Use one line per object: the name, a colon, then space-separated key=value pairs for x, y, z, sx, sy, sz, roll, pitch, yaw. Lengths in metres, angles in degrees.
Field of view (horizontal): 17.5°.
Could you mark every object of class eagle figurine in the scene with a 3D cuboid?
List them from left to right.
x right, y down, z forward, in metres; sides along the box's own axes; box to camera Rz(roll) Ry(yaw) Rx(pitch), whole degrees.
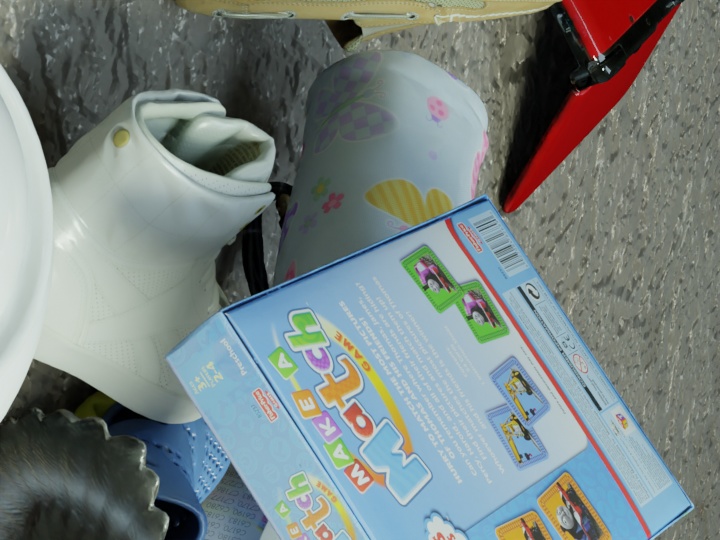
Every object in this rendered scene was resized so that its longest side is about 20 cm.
eagle figurine: x=-0.097 y=0.151 z=0.840 sx=0.201 sy=0.150 sz=0.152 roll=-58 pitch=165 yaw=5

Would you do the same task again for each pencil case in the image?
pencil case: x=0.000 y=0.000 z=1.019 sx=0.083 sy=0.091 sz=0.201 roll=31 pitch=49 yaw=-25

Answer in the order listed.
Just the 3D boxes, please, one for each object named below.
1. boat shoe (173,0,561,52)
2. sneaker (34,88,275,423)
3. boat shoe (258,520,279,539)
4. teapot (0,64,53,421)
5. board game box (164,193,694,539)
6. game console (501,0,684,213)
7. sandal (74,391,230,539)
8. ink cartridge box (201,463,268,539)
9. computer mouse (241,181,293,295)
boat shoe: x=0.006 y=-0.133 z=1.038 sx=0.199 sy=0.072 sz=0.076 roll=5 pitch=129 yaw=-30
sneaker: x=-0.068 y=-0.006 z=0.931 sx=0.115 sy=0.074 sz=0.200 roll=-37 pitch=157 yaw=11
boat shoe: x=-0.018 y=0.191 z=1.019 sx=0.072 sy=0.070 sz=0.202 roll=26 pitch=73 yaw=-63
teapot: x=-0.154 y=-0.009 z=0.641 sx=0.200 sy=0.146 sz=0.198 roll=51 pitch=52 yaw=-25
board game box: x=0.033 y=0.061 z=0.859 sx=0.152 sy=0.037 sz=0.200 roll=57 pitch=31 yaw=6
game console: x=0.127 y=-0.162 z=1.411 sx=0.173 sy=0.118 sz=0.200 roll=60 pitch=37 yaw=-11
sandal: x=-0.098 y=0.100 z=0.957 sx=0.200 sy=0.086 sz=0.080 roll=-32 pitch=128 yaw=-60
ink cartridge box: x=-0.064 y=0.155 z=1.076 sx=0.200 sy=0.067 sz=0.116 roll=-58 pitch=148 yaw=-38
computer mouse: x=-0.001 y=0.042 z=1.062 sx=0.058 sy=0.201 sz=0.034 roll=-27 pitch=161 yaw=-10
